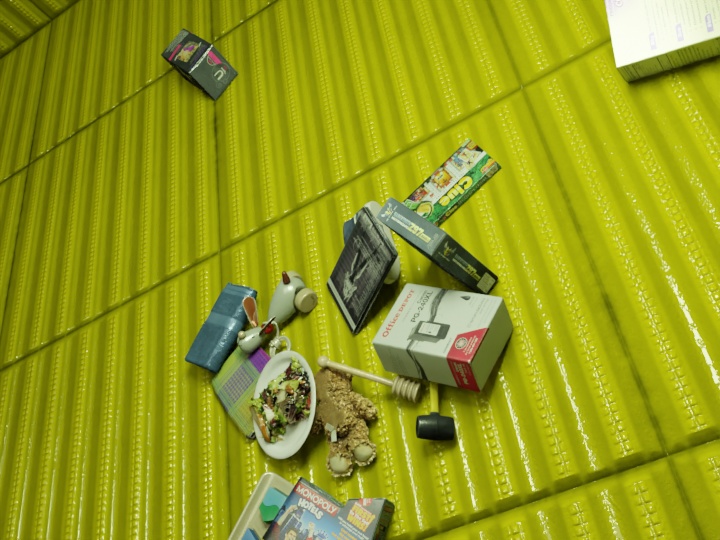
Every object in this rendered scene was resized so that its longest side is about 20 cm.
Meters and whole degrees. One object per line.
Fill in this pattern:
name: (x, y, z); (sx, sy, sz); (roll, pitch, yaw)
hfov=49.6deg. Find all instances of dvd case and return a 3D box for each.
dvd case: (0.000, 0.000, 1.519); (0.201, 0.016, 0.149); (-63, 39, 30)

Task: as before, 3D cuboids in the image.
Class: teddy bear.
teddy bear: (-0.033, 0.272, 1.415); (0.145, 0.067, 0.200); (-50, 51, 14)

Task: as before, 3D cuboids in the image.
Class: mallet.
mallet: (0.137, 0.203, 1.349); (0.065, 0.041, 0.201); (10, 50, 2)

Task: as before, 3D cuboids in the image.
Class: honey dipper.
honey dipper: (0.012, 0.189, 1.395); (0.198, 0.038, 0.038); (16, 71, 17)

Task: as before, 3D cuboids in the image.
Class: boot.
boot: (0.019, -0.040, 1.572); (0.090, 0.072, 0.201); (-36, 44, 30)

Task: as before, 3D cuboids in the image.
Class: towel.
towel: (-0.297, 0.125, 1.692); (0.111, 0.048, 0.201); (10, 67, 49)
towel: (-0.224, 0.238, 1.594); (0.144, 0.023, 0.200); (-50, 46, 0)

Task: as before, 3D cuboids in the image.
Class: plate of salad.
plate of salad: (-0.153, 0.250, 1.461); (0.199, 0.048, 0.202); (-19, 65, 45)

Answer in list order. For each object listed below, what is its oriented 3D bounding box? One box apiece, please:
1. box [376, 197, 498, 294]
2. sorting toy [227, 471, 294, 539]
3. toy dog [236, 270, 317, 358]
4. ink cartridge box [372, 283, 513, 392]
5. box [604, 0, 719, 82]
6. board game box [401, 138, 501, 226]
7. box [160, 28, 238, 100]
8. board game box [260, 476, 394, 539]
box: (0.138, -0.040, 1.385); (0.051, 0.200, 0.157); (-54, 46, 1)
sorting toy: (-0.149, 0.475, 1.381); (0.199, 0.036, 0.186); (18, 74, 41)
toy dog: (-0.180, 0.076, 1.599); (0.131, 0.097, 0.201); (13, 63, 36)
ink cartridge box: (0.139, 0.111, 1.342); (0.198, 0.084, 0.146); (8, 51, 36)
box: (0.548, -0.458, 1.384); (0.198, 0.096, 0.178); (-12, 80, 29)
board game box: (0.177, -0.167, 1.560); (0.200, 0.023, 0.105); (-44, 49, 5)
box: (-0.456, -0.586, 2.204); (0.106, 0.122, 0.200); (-49, 47, -2)
board game box: (-0.043, 0.442, 1.288); (0.199, 0.062, 0.201); (28, 76, 28)
